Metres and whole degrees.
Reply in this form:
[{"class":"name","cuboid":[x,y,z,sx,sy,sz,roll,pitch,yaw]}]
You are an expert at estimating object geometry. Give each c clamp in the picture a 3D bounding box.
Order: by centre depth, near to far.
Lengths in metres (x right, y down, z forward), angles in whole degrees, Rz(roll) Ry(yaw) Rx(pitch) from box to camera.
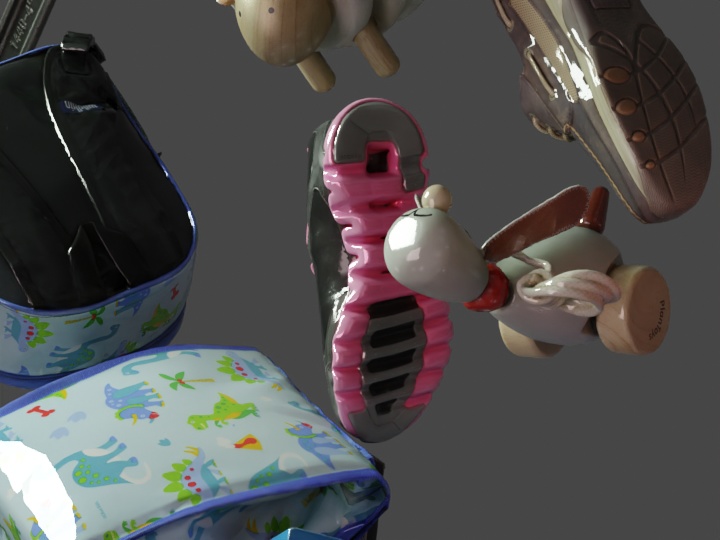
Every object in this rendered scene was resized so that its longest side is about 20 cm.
[{"class":"c clamp","cuboid":[-0.261,-0.217,1.925,0.171,0.027,0.201,39,128,21]}]

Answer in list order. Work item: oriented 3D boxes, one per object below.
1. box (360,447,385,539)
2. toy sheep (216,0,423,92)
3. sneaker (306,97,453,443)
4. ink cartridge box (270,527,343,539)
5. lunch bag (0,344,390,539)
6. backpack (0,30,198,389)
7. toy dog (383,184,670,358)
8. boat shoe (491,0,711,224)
[{"class":"box","cuboid":[-0.064,0.213,1.719,0.157,0.050,0.201,-23,48,41]},{"class":"toy sheep","cuboid":[-0.012,-0.190,1.636,0.137,0.200,0.138,17,140,14]},{"class":"sneaker","cuboid":[0.000,0.000,1.704,0.095,0.079,0.201,3,94,64]},{"class":"ink cartridge box","cuboid":[-0.012,0.253,1.556,0.067,0.116,0.201,145,138,-61]},{"class":"lunch bag","cuboid":[-0.105,0.130,1.669,0.170,0.199,0.128,42,154,48]},{"class":"backpack","cuboid":[-0.202,-0.020,1.806,0.200,0.182,0.147,52,146,30]},{"class":"toy dog","cuboid":[0.093,-0.015,1.549,0.131,0.200,0.097,3,77,17]},{"class":"boat shoe","cuboid":[0.128,-0.106,1.577,0.073,0.074,0.201,-48,53,44]}]
